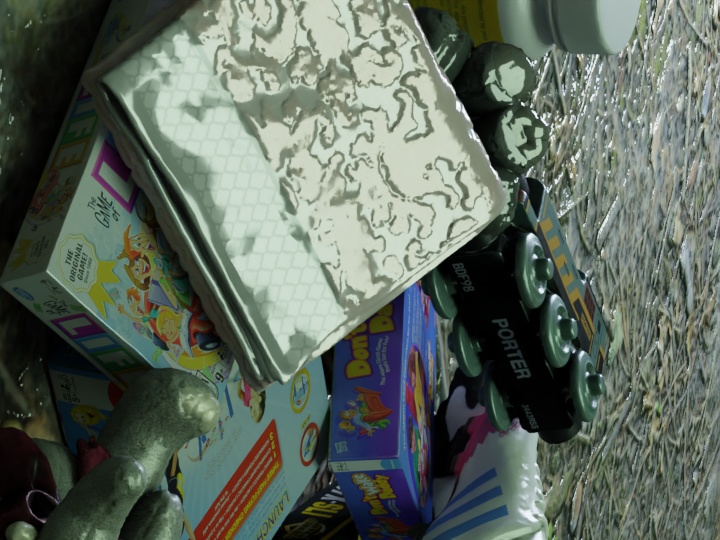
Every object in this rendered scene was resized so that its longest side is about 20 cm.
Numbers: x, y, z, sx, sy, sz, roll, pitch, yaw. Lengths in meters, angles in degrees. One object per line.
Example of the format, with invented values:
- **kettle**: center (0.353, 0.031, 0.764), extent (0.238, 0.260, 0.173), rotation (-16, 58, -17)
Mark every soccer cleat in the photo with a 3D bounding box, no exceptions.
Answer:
- **soccer cleat**: center (0.092, 0.157, 1.371), extent (0.200, 0.086, 0.070), rotation (-56, 151, -43)

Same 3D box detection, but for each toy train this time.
- **toy train**: center (0.101, 0.017, 1.347), extent (0.114, 0.085, 0.200), rotation (-76, 148, -44)

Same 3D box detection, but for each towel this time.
- **towel**: center (-0.027, -0.067, 1.101), extent (0.191, 0.032, 0.200), rotation (-40, 114, -28)

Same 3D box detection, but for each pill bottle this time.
- **pill bottle**: center (0.067, -0.188, 1.318), extent (0.114, 0.200, 0.114), rotation (8, 90, -67)

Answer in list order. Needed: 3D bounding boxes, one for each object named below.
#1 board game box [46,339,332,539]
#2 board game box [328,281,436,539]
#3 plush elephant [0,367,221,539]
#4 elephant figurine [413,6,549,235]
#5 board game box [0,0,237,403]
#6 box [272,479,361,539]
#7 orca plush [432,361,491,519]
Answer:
- **board game box**: center (-0.090, 0.078, 1.220), extent (0.200, 0.056, 0.196), rotation (-54, 145, -48)
- **board game box**: center (0.017, 0.066, 1.398), extent (0.134, 0.045, 0.200), rotation (72, 17, -55)
- **plush elephant**: center (-0.144, 0.127, 0.956), extent (0.165, 0.155, 0.200), rotation (25, 86, -28)
- **elephant figurine**: center (0.014, -0.076, 1.270), extent (0.155, 0.200, 0.142), rotation (20, 82, -25)
- **board game box**: center (-0.101, -0.038, 1.102), extent (0.134, 0.034, 0.200), rotation (45, 47, -36)
- **box**: center (-0.010, 0.229, 1.467), extent (0.200, 0.049, 0.160), rotation (-26, 119, -63)
- **orca plush**: center (0.061, 0.097, 1.471), extent (0.105, 0.071, 0.200), rotation (-9, 113, -66)
